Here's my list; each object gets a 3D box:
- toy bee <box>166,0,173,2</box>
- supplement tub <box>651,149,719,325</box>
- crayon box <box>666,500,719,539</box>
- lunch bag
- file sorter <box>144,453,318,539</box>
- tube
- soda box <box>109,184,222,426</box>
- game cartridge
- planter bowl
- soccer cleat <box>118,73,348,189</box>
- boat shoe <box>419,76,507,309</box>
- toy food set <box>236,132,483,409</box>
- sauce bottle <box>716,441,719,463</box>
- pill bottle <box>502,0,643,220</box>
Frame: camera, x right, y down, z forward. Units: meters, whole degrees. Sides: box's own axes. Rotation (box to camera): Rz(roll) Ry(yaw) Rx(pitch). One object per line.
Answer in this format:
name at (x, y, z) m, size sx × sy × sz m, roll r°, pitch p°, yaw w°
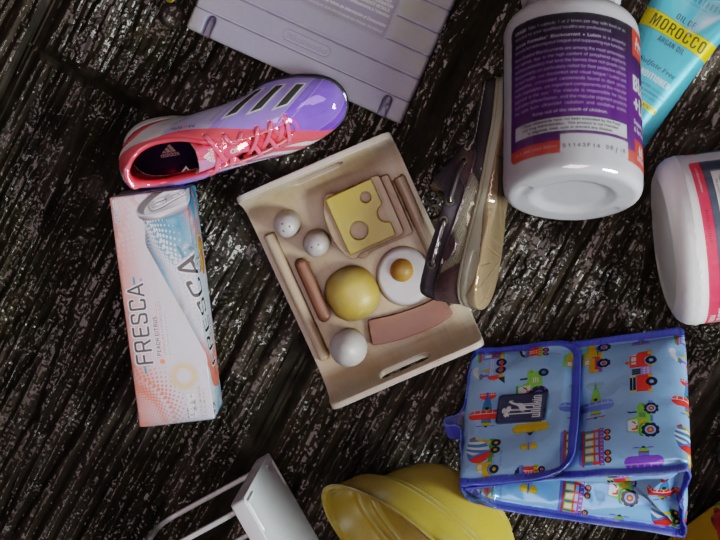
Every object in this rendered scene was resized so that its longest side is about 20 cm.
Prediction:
toy bee at (-0.161, -0.300, 1.311) m, size 0.200 × 0.109 × 0.131 m, roll 33°, pitch 92°, yaw -7°
supplement tub at (0.346, -0.035, 1.309) m, size 0.199 × 0.140 × 0.141 m, roll -7°, pitch 97°, yaw 3°
crayon box at (0.317, 0.257, 1.335) m, size 0.200 × 0.127 × 0.051 m, roll -41°, pitch 124°, yaw 15°
lunch bag at (0.169, 0.131, 1.331) m, size 0.199 × 0.151 × 0.094 m, roll 0°, pitch 136°, yaw 8°
file sorter at (-0.090, 0.286, 1.365) m, size 0.124 × 0.139 × 0.200 m, roll -28°, pitch 95°, yaw 8°
tube at (0.242, -0.160, 1.347) m, size 0.077 × 0.050 × 0.200 m, roll 32°, pitch 93°, yaw 0°
soda box at (-0.165, 0.029, 1.372) m, size 0.068 × 0.064 × 0.201 m, roll -6°, pitch 97°, yaw 3°
game cartridge at (-0.031, -0.223, 1.353) m, size 0.200 × 0.038 × 0.130 m, roll 25°, pitch 93°, yaw -1°
planter bowl at (0.068, 0.223, 1.349) m, size 0.200 × 0.200 × 0.083 m, roll 45°, pitch 67°, yaw -4°
soccer cleat at (-0.106, -0.109, 1.337) m, size 0.199 × 0.073 × 0.068 m, roll -14°, pitch 115°, yaw 8°
boat shoe at (0.089, -0.068, 1.334) m, size 0.065 × 0.072 × 0.201 m, roll 6°, pitch 79°, yaw 17°
toy food set at (0.000, 0.000, 1.364) m, size 0.143 × 0.060 × 0.200 m, roll -24°, pitch 96°, yaw 5°
sauce bottle at (0.351, 0.100, 1.316) m, size 0.065 × 0.065 × 0.200 m, roll 20°, pitch 140°, yaw -1°
pill bottle at (0.170, -0.151, 1.291) m, size 0.111 × 0.111 × 0.201 m, roll 1°, pitch 72°, yaw 2°
